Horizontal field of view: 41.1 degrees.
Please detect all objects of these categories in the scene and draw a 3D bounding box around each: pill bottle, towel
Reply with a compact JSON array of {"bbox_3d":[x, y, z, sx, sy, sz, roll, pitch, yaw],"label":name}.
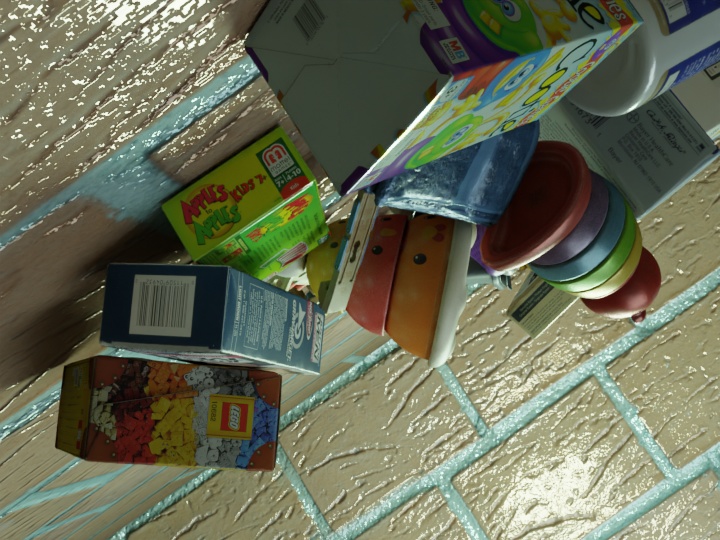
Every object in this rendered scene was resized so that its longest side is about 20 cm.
[{"bbox_3d":[0.254,-0.218,0.797,0.198,0.121,0.120,-29,170,-29],"label":"pill bottle"},{"bbox_3d":[0.075,-0.097,0.758,0.198,0.048,0.113,7,113,-52],"label":"towel"}]

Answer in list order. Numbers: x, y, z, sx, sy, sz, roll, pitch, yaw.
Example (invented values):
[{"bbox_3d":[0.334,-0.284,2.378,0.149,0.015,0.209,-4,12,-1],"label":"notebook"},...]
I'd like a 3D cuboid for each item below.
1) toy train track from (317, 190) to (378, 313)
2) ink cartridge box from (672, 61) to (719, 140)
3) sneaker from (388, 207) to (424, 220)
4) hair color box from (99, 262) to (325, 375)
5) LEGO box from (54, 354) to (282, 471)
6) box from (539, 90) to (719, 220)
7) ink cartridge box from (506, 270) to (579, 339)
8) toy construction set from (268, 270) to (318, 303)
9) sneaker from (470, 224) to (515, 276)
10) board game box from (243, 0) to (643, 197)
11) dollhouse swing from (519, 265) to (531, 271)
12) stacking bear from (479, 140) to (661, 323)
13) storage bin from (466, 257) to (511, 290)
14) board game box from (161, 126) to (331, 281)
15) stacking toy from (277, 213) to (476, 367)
[{"bbox_3d":[-0.002,-0.061,0.770,0.114,0.032,0.203,-10,126,-46],"label":"toy train track"},{"bbox_3d":[0.409,-0.229,1.240,0.198,0.146,0.147,-28,171,-30],"label":"ink cartridge box"},{"bbox_3d":[0.088,-0.112,0.884,0.073,0.080,0.200,-23,164,-45],"label":"sneaker"},{"bbox_3d":[-0.105,0.042,0.743,0.098,0.062,0.200,2,171,18],"label":"hair color box"},{"bbox_3d":[-0.167,0.120,0.802,0.146,0.079,0.199,8,170,-22],"label":"LEGO box"},{"bbox_3d":[0.242,-0.133,0.992,0.104,0.185,0.200,-36,173,-9],"label":"box"},{"bbox_3d":[0.356,0.003,1.696,0.165,0.075,0.200,-53,177,39],"label":"ink cartridge box"},{"bbox_3d":[-0.064,0.015,0.996,0.130,0.093,0.200,-37,-178,18],"label":"toy construction set"},{"bbox_3d":[0.096,-0.055,0.985,0.087,0.201,0.082,-16,127,-6],"label":"sneaker"},{"bbox_3d":[0.053,-0.134,0.540,0.199,0.104,0.105,-26,169,-44],"label":"board game box"},{"bbox_3d":[0.372,-0.118,1.674,0.173,0.185,0.200,-7,162,-20],"label":"dollhouse swing"},{"bbox_3d":[0.210,-0.022,0.893,0.113,0.123,0.199,-25,137,33],"label":"stacking bear"},{"bbox_3d":[0.139,-0.038,1.357,0.132,0.149,0.200,-7,176,9],"label":"storage bin"},{"bbox_3d":[-0.081,-0.037,0.750,0.101,0.048,0.200,-34,172,-4],"label":"board game box"},{"bbox_3d":[0.000,0.000,0.878,0.196,0.149,0.146,11,171,3],"label":"stacking toy"}]
